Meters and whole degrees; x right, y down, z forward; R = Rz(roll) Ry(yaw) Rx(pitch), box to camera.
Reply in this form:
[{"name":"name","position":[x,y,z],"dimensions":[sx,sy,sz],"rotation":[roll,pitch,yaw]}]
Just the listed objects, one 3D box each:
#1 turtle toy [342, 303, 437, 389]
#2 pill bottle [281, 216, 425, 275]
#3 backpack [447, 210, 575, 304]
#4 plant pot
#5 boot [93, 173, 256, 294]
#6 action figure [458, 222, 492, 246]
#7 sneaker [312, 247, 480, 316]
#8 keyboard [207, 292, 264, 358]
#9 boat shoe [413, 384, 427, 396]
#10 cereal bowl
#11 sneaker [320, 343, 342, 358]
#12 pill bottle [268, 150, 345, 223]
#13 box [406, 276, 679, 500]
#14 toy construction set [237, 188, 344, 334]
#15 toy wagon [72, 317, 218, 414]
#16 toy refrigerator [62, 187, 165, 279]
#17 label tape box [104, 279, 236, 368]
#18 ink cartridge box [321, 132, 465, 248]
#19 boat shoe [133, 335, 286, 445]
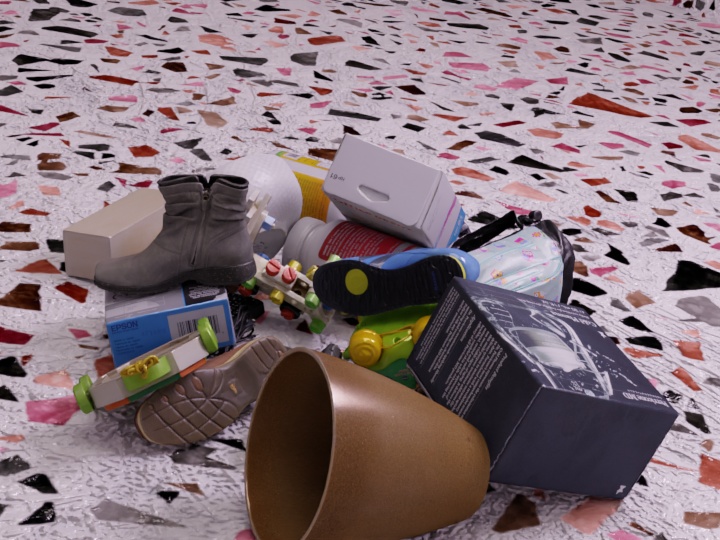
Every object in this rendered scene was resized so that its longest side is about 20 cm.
[{"name":"turtle toy","position":[0.075,0.087,1.432],"dimensions":[0.197,0.102,0.146],"rotation":[-11,18,11]},{"name":"pill bottle","position":[0.000,0.000,1.615],"dimensions":[0.198,0.114,0.112],"rotation":[21,27,27]},{"name":"backpack","position":[0.172,0.030,1.557],"dimensions":[0.198,0.169,0.126],"rotation":[-18,39,-34]},{"name":"plant pot","position":[0.016,0.182,1.169],"dimensions":[0.198,0.188,0.187],"rotation":[13,19,-27]},{"name":"boot","position":[-0.217,-0.049,1.422],"dimensions":[0.197,0.132,0.068],"rotation":[-6,23,4]},{"name":"action figure","position":[0.125,-0.021,1.728],"dimensions":[0.130,0.070,0.199],"rotation":[-42,47,-20]},{"name":"sneaker","position":[0.043,0.010,1.428],"dimensions":[0.198,0.067,0.078],"rotation":[-6,7,25]},{"name":"keyboard","position":[-0.178,0.061,1.517],"dimensions":[0.103,0.040,0.200],"rotation":[15,26,18]},{"name":"boat shoe","position":[0.081,0.156,1.348],"dimensions":[0.197,0.065,0.071],"rotation":[-4,26,-23]},{"name":"cereal bowl","position":[-0.155,-0.056,1.625],"dimensions":[0.199,0.201,0.084],"rotation":[-16,60,-42]},{"name":"sneaker","position":[-0.056,0.133,1.349],"dimensions":[0.078,0.076,0.200],"rotation":[-19,5,11]},{"name":"pill bottle","position":[-0.053,-0.100,1.826],"dimensions":[0.198,0.112,0.111],"rotation":[17,25,21]},{"name":"box","position":[0.186,0.124,1.298],"dimensions":[0.198,0.125,0.197],"rotation":[13,27,-33]},{"name":"toy construction set","position":[-0.089,-0.001,1.525],"dimensions":[0.200,0.131,0.092],"rotation":[43,65,6]},{"name":"toy wagon","position":[-0.221,0.103,1.288],"dimensions":[0.154,0.040,0.200],"rotation":[-26,5,-6]},{"name":"toy refrigerator","position":[-0.316,-0.049,1.688],"dimensions":[0.075,0.071,0.200],"rotation":[8,22,19]},{"name":"label tape box","position":[-0.232,0.035,1.483],"dimensions":[0.141,0.067,0.200],"rotation":[-12,26,-7]},{"name":"ink cartridge box","position":[0.047,-0.089,1.611],"dimensions":[0.143,0.086,0.200],"rotation":[22,-6,17]},{"name":"boat shoe","position":[-0.165,0.134,1.338],"dimensions":[0.199,0.073,0.067],"rotation":[-27,7,-40]}]
